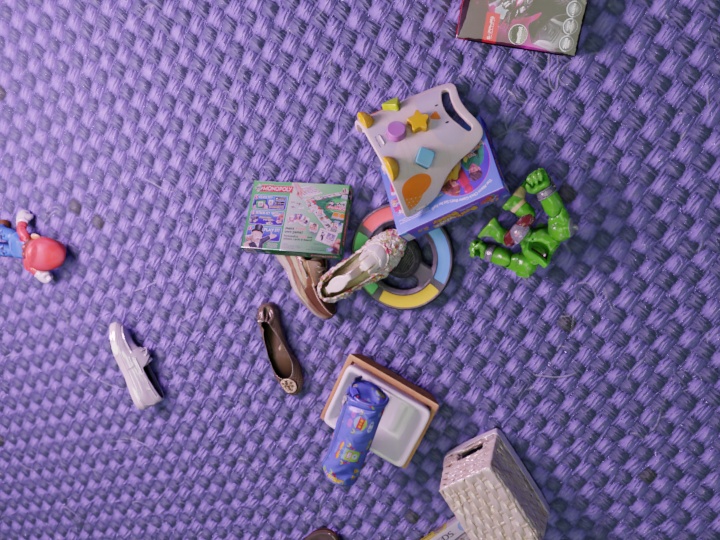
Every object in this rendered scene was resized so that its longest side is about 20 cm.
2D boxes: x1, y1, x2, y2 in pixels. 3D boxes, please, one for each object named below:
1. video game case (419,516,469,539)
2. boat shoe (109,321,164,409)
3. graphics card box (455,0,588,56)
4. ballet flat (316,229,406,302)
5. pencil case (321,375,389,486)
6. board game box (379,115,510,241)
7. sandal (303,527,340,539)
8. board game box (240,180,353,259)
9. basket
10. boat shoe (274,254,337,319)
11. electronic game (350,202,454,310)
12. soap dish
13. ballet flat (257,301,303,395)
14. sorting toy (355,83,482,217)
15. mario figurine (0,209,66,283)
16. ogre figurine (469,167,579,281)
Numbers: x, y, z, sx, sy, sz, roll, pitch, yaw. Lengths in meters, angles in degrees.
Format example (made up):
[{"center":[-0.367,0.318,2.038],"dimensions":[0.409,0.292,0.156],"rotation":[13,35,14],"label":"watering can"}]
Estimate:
[{"center":[0.219,0.615,1.379],"dimensions":[0.180,0.025,0.201],"rotation":[-42,90,23],"label":"video game case"},{"center":[-0.488,0.204,1.462],"dimensions":[0.067,0.072,0.205],"rotation":[-19,93,0],"label":"boat shoe"},{"center":[0.256,-0.417,1.052],"dimensions":[0.195,0.051,0.129],"rotation":[14,109,12],"label":"graphics card box"},{"center":[0.000,0.000,1.202],"dimensions":[0.199,0.064,0.076],"rotation":[-38,87,20],"label":"ballet flat"},{"center":[-0.014,0.302,1.242],"dimensions":[0.085,0.078,0.204],"rotation":[12,112,-18],"label":"pencil case"},{"center":[0.140,-0.154,1.137],"dimensions":[0.196,0.045,0.138],"rotation":[-23,70,22],"label":"board game box"},{"center":[-0.125,0.634,1.476],"dimensions":[0.196,0.055,0.083],"rotation":[-24,98,22],"label":"sandal"},{"center":[-0.117,-0.096,1.238],"dimensions":[0.194,0.029,0.138],"rotation":[5,73,17],"label":"board game box"},{"center":[0.253,0.432,1.261],"dimensions":[0.134,0.123,0.202],"rotation":[-33,95,24],"label":"basket"},{"center":[-0.098,0.000,1.274],"dimensions":[0.071,0.076,0.203],"rotation":[-29,97,20],"label":"boat shoe"},{"center":[0.076,-0.025,1.228],"dimensions":[0.194,0.042,0.206],"rotation":[5,107,16],"label":"electronic game"},{"center":[0.038,0.269,1.304],"dimensions":[0.197,0.081,0.160],"rotation":[28,112,8],"label":"soap dish"},{"center":[-0.168,0.164,1.357],"dimensions":[0.066,0.046,0.205],"rotation":[-11,102,21],"label":"ballet flat"},{"center":[0.102,-0.229,1.108],"dimensions":[0.177,0.107,0.203],"rotation":[-28,66,-1],"label":"sorting toy"},{"center":[-0.718,-0.052,1.466],"dimensions":[0.196,0.107,0.125],"rotation":[16,147,23],"label":"mario figurine"},{"center":[0.277,-0.063,1.123],"dimensions":[0.120,0.098,0.201],"rotation":[41,111,5],"label":"ogre figurine"}]
